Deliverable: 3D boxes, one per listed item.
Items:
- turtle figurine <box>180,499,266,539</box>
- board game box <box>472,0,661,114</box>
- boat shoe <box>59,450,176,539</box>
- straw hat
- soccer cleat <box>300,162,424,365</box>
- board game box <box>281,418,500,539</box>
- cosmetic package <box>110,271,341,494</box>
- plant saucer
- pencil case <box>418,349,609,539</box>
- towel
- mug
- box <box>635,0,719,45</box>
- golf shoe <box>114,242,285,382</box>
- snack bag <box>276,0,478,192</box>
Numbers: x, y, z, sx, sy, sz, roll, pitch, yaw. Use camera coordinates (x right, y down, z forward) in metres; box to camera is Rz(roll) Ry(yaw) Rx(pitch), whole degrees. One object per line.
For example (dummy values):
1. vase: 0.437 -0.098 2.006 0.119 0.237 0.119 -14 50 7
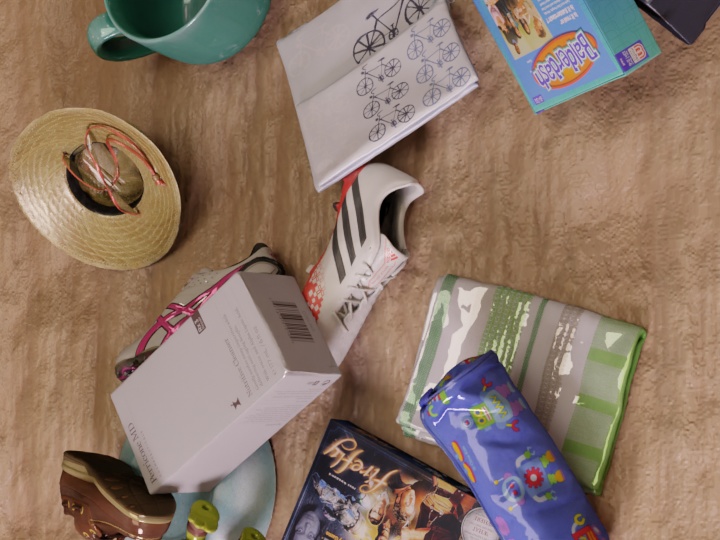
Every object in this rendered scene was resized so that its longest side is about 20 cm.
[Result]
1. turtle figurine: -0.146 0.302 1.345 0.199 0.064 0.162 35 110 11
2. board game box: 0.144 -0.238 1.192 0.201 0.045 0.152 61 158 -6
3. boat shoe: -0.229 0.222 1.360 0.200 0.071 0.068 14 92 59
4. straw hat: -0.251 -0.103 1.485 0.200 0.202 0.085 -12 33 29
5. soccer cleat: 0.000 0.000 1.322 0.085 0.068 0.202 13 83 41
6. board game box: 0.031 0.233 1.276 0.199 0.035 0.137 24 94 33
7. cosmetic package: -0.124 0.103 1.310 0.200 0.081 0.113 -43 62 27
8. plant saucer: -0.173 0.208 1.406 0.199 0.039 0.203 -7 76 30
9. pencil case: 0.122 0.166 1.177 0.201 0.086 0.078 59 156 10
10. towel: 0.132 0.093 1.243 0.199 0.031 0.151 14 89 33
11. mug: -0.175 -0.283 1.458 0.184 0.114 0.154 2 82 33
12. box: 0.247 -0.332 1.203 0.200 0.117 0.197 44 104 29
13. golf shoe: -0.153 0.049 1.412 0.199 0.073 0.093 -27 53 17
14. snack bag: 0.010 -0.196 1.356 0.188 0.021 0.201 -32 52 23
